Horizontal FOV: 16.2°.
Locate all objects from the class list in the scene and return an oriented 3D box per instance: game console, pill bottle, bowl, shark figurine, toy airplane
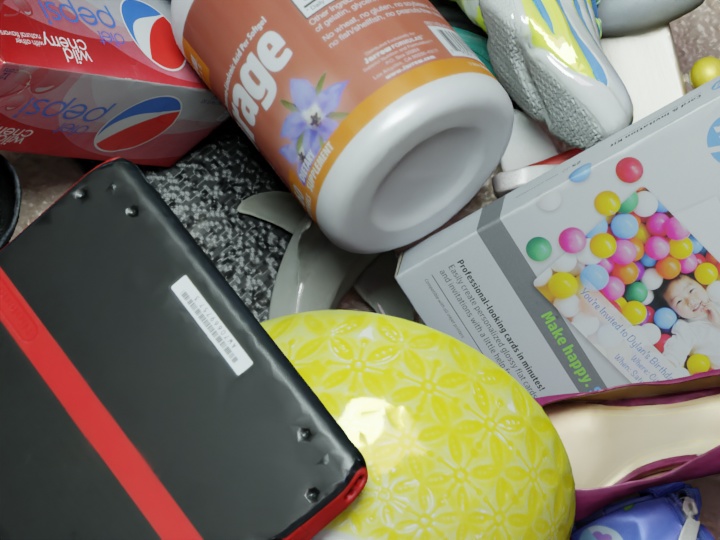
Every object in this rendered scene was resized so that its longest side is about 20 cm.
[{"bbox_3d":[-0.116,0.074,1.121,0.177,0.031,0.200,-40,69,1],"label":"game console"},{"bbox_3d":[-0.023,-0.113,1.247,0.112,0.112,0.200,-30,61,-17],"label":"pill bottle"},{"bbox_3d":[-0.007,0.129,1.152,0.199,0.201,0.108,17,38,1],"label":"bowl"},{"bbox_3d":[-0.017,0.014,1.275,0.128,0.090,0.215,11,67,7],"label":"shark figurine"},{"bbox_3d":[0.163,-0.061,1.296,0.200,0.141,0.199,35,76,3],"label":"toy airplane"}]

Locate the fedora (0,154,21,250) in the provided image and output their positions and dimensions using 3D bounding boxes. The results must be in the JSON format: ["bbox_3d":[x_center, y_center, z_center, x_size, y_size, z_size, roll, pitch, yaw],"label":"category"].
[{"bbox_3d":[-0.267,-0.026,1.216,0.200,0.092,0.201,-17,31,11],"label":"fedora"}]

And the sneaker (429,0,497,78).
[{"bbox_3d":[-0.001,-0.130,1.346,0.199,0.084,0.121,13,57,-2],"label":"sneaker"}]

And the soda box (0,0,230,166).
[{"bbox_3d":[-0.144,-0.100,1.256,0.070,0.200,0.064,-38,70,27],"label":"soda box"}]

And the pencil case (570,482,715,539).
[{"bbox_3d":[0.170,0.194,1.221,0.078,0.087,0.201,-14,68,-36],"label":"pencil case"}]

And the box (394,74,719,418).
[{"bbox_3d":[0.141,0.012,1.229,0.199,0.041,0.156,-29,106,16],"label":"box"}]

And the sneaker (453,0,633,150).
[{"bbox_3d":[0.097,-0.153,1.274,0.105,0.076,0.200,-32,65,-14],"label":"sneaker"}]

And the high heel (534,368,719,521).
[{"bbox_3d":[0.127,0.069,1.179,0.199,0.096,0.068,-6,59,-3],"label":"high heel"}]
